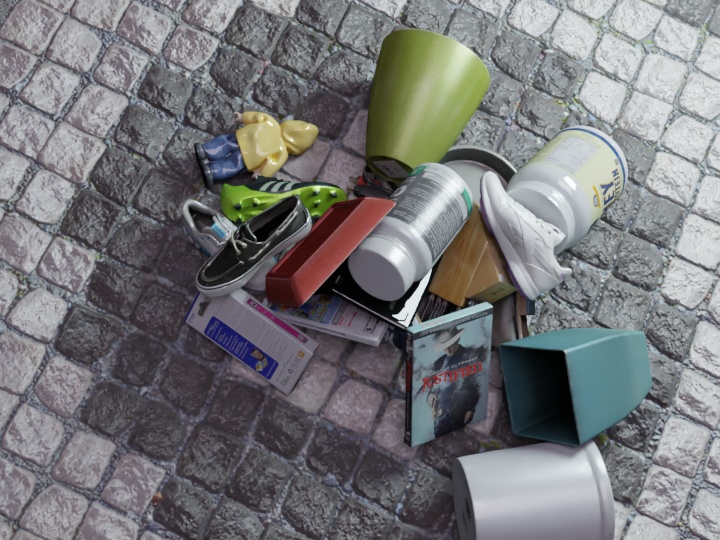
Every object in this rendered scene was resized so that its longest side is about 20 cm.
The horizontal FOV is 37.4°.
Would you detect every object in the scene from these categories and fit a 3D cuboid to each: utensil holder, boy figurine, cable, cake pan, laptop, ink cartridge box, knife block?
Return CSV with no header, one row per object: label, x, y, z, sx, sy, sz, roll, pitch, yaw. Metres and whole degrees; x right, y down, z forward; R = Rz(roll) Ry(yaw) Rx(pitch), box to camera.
utensil holder,0.246,0.336,1.543,0.198,0.170,0.171,-6,75,-7
boy figurine,-0.166,-0.202,1.705,0.199,0.064,0.125,-21,77,-12
cable,0.058,-0.106,1.697,0.199,0.050,0.097,23,61,12
cake pan,0.175,-0.104,1.727,0.199,0.037,0.202,2,74,-6
laptop,0.000,0.000,1.619,0.199,0.116,0.188,29,55,-2
ink cartridge box,-0.165,0.095,1.606,0.199,0.095,0.037,34,33,2
knife block,0.148,0.017,1.647,0.175,0.064,0.201,-28,63,28

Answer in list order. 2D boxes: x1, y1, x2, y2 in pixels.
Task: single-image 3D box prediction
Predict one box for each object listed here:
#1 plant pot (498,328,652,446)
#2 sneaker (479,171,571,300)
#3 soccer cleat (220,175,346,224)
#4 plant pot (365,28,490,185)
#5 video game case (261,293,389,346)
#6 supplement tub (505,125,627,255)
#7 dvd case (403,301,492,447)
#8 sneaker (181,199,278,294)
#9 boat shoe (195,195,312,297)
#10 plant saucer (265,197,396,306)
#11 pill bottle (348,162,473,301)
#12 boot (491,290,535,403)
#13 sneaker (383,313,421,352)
plant pot,0.337,0.157,1.595,0.199,0.141,0.142,-16,99,-33
sneaker,0.244,-0.062,1.579,0.099,0.075,0.201,-26,90,13
soccer cleat,-0.121,-0.119,1.660,0.198,0.068,0.081,-5,41,-16
plant pot,0.086,-0.242,1.678,0.186,0.187,0.201,22,73,0
video game case,-0.036,0.034,1.615,0.199,0.018,0.144,14,53,22
supplement tub,0.316,-0.123,1.664,0.145,0.145,0.200,43,51,6
dvd case,0.130,0.155,1.571,0.145,0.022,0.201,-15,120,-28
sneaker,-0.205,-0.038,1.626,0.199,0.087,0.075,36,77,15
boat shoe,-0.164,-0.040,1.555,0.200,0.064,0.071,-38,57,-6
plant saucer,-0.056,-0.035,1.530,0.037,0.199,0.200,46,77,-13
pill bottle,0.073,-0.056,1.540,0.113,0.113,0.200,36,54,5
boot,0.218,0.110,1.669,0.096,0.075,0.202,4,82,21
sneaker,0.031,0.082,1.618,0.108,0.070,0.201,-23,52,-7
